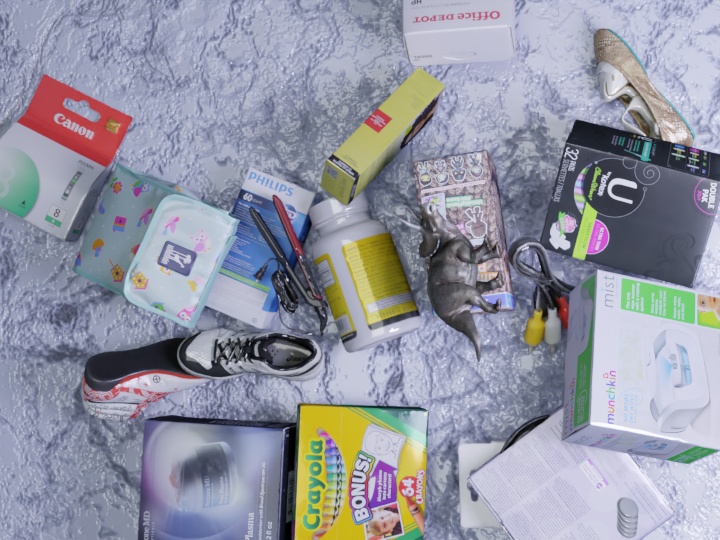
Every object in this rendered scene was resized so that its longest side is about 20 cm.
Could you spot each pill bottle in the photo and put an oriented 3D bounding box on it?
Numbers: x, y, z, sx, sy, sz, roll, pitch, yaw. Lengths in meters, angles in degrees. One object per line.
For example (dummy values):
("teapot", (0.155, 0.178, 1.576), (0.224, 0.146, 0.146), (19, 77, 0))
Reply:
("pill bottle", (0.000, 0.000, 1.675), (0.111, 0.111, 0.201), (-20, 85, 9))

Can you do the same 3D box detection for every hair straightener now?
("hair straightener", (-0.104, 0.003, 1.679), (0.077, 0.041, 0.200), (-25, 93, 4))

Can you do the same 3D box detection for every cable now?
("cable", (0.246, 0.029, 1.608), (0.097, 0.200, 0.050), (-21, 49, -2))

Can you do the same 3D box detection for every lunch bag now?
("lunch bag", (-0.269, -0.032, 1.700), (0.200, 0.122, 0.171), (26, 93, 31))

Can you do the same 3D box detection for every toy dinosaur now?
("toy dinosaur", (0.119, 0.011, 1.522), (0.102, 0.077, 0.201), (-9, 91, 20))

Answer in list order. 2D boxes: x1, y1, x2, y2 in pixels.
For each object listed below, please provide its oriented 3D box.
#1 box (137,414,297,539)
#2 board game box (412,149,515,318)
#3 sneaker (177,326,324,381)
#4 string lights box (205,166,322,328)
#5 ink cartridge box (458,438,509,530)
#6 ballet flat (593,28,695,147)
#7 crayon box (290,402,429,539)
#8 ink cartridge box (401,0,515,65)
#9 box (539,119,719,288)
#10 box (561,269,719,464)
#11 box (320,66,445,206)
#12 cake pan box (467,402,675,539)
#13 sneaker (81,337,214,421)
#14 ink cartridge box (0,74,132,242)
("box", (-0.188, 0.302, 1.690), (0.198, 0.123, 0.201), (2, 87, 11))
("board game box", (0.137, -0.042, 1.628), (0.097, 0.159, 0.201), (-8, 87, 10))
("sneaker", (-0.148, 0.105, 1.687), (0.199, 0.088, 0.076), (1, 75, -5))
("string lights box", (-0.138, -0.030, 1.728), (0.103, 0.059, 0.201), (23, 91, 10))
("ink cartridge box", (0.231, 0.278, 1.641), (0.199, 0.068, 0.116), (-2, 86, 9))
("ballet flat", (0.356, -0.227, 1.640), (0.065, 0.071, 0.200), (-35, 80, -13))
("crayon box", (-0.002, 0.280, 1.662), (0.172, 0.058, 0.201), (3, 88, -10))
("ink cartridge box", (0.130, -0.381, 1.658), (0.144, 0.084, 0.201), (-3, 70, 10))
("box", (0.346, -0.087, 1.588), (0.199, 0.124, 0.149), (16, 114, 10))
("box", (0.347, 0.120, 1.542), (0.176, 0.097, 0.201), (13, 67, -10))
("box", (0.030, -0.178, 1.653), (0.050, 0.075, 0.200), (38, 65, 11))
("cake pan box", (0.261, 0.279, 1.576), (0.184, 0.052, 0.200), (-39, 81, 2))
("sneaker", (-0.288, 0.154, 1.745), (0.201, 0.108, 0.067), (-6, 54, -23))
("ink cartridge box", (-0.440, -0.163, 1.795), (0.161, 0.050, 0.200), (26, 94, 10))
